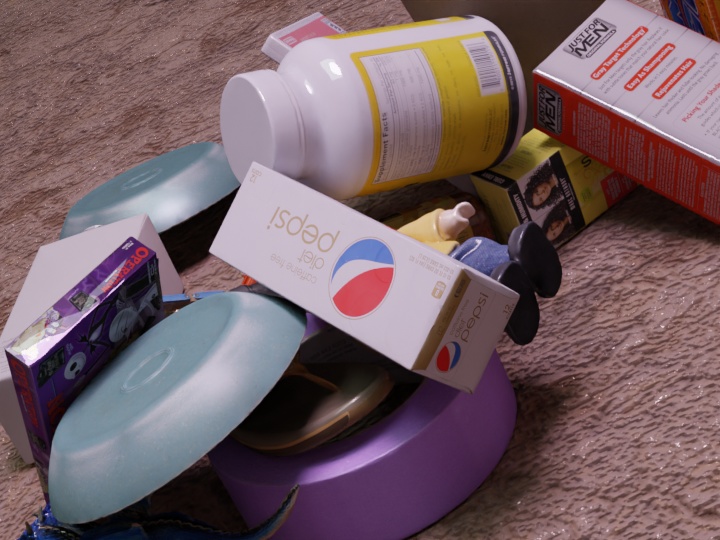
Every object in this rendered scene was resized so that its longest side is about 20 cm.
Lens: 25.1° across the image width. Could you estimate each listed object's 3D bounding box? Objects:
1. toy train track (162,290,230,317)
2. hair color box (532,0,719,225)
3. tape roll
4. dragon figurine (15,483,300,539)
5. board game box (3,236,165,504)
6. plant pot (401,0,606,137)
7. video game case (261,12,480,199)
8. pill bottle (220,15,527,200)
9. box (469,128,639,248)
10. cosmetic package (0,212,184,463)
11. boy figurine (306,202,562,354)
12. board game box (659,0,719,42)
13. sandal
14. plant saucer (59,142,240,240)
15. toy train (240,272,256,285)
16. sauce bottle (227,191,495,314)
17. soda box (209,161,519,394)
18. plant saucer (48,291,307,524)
[{"bbox_3d":[-0.100,0.034,1.186,0.199,0.115,0.033,-4,51,-38],"label":"toy train track"},{"bbox_3d":[0.228,-0.107,1.126,0.199,0.061,0.101,32,61,28],"label":"hair color box"},{"bbox_3d":[-0.001,0.095,1.064,0.199,0.066,0.201,-19,30,12],"label":"tape roll"},{"bbox_3d":[-0.135,0.160,1.001,0.199,0.099,0.059,-28,24,39],"label":"dragon figurine"},{"bbox_3d":[-0.177,0.082,1.103,0.032,0.201,0.120,34,58,25],"label":"board game box"},{"bbox_3d":[0.139,-0.192,1.278,0.186,0.201,0.188,-20,30,12],"label":"plant pot"},{"bbox_3d":[0.026,-0.133,1.274,0.017,0.199,0.143,-56,-3,21],"label":"video game case"},{"bbox_3d":[0.008,-0.110,1.125,0.199,0.113,0.112,-13,21,-29],"label":"pill bottle"},{"bbox_3d":[0.179,-0.092,1.215,0.200,0.076,0.050,-36,32,-19],"label":"box"},{"bbox_3d":[-0.218,0.049,1.295,0.107,0.085,0.200,-16,29,17],"label":"cosmetic package"},{"bbox_3d":[0.033,0.002,1.055,0.199,0.065,0.125,5,50,40],"label":"boy figurine"},{"bbox_3d":[0.331,-0.284,1.272,0.199,0.201,0.200,-23,29,5],"label":"board game box"},{"bbox_3d":[-0.066,0.069,1.035,0.199,0.054,0.080,8,44,46],"label":"sandal"},{"bbox_3d":[-0.192,-0.068,1.466,0.199,0.036,0.200,-23,15,6],"label":"plant saucer"},{"bbox_3d":[-0.045,-0.042,1.290,0.201,0.055,0.150,-64,6,7],"label":"toy train"},{"bbox_3d":[0.000,0.000,1.176,0.199,0.066,0.066,-19,25,-20],"label":"sauce bottle"},{"bbox_3d":[-0.002,0.002,0.990,0.200,0.064,0.068,28,93,43],"label":"soda box"},{"bbox_3d":[-0.123,0.073,1.002,0.199,0.036,0.200,-34,18,12],"label":"plant saucer"}]
